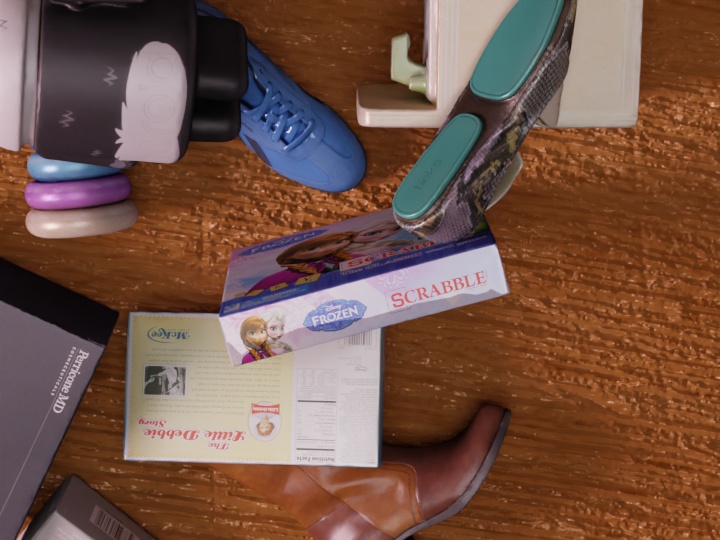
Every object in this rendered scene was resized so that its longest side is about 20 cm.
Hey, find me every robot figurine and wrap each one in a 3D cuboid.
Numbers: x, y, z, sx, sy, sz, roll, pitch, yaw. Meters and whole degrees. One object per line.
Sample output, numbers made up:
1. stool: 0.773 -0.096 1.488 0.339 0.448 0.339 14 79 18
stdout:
1. robot figurine: -0.180 -0.140 1.274 0.200 0.125 0.151 3 100 -10

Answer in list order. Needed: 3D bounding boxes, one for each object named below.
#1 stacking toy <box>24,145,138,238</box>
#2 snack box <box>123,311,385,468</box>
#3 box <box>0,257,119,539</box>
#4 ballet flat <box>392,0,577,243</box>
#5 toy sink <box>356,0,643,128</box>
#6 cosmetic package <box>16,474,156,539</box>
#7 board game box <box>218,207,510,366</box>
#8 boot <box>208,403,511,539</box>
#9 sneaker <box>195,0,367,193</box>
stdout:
1. stacking toy: -0.217 -0.128 1.373 0.085 0.085 0.200 -5 100 0
2. snack box: -0.082 0.092 1.421 0.200 0.037 0.116 2 86 5
3. box: -0.311 0.093 1.408 0.182 0.104 0.200 26 102 -6
4. ballet flat: 0.097 -0.103 1.262 0.072 0.072 0.200 33 90 -9
5. toy sink: 0.097 -0.169 1.343 0.200 0.130 0.112 0 103 0
6. cosmetic package: -0.256 0.279 1.465 0.107 0.090 0.200 39 102 -10
7. board game box: 0.000 0.000 1.345 0.200 0.200 0.041 -15 104 1
8. boot: -0.003 0.131 1.461 0.200 0.068 0.188 40 102 1
9. sneaker: -0.077 -0.124 1.377 0.200 0.078 0.066 42 97 -11
